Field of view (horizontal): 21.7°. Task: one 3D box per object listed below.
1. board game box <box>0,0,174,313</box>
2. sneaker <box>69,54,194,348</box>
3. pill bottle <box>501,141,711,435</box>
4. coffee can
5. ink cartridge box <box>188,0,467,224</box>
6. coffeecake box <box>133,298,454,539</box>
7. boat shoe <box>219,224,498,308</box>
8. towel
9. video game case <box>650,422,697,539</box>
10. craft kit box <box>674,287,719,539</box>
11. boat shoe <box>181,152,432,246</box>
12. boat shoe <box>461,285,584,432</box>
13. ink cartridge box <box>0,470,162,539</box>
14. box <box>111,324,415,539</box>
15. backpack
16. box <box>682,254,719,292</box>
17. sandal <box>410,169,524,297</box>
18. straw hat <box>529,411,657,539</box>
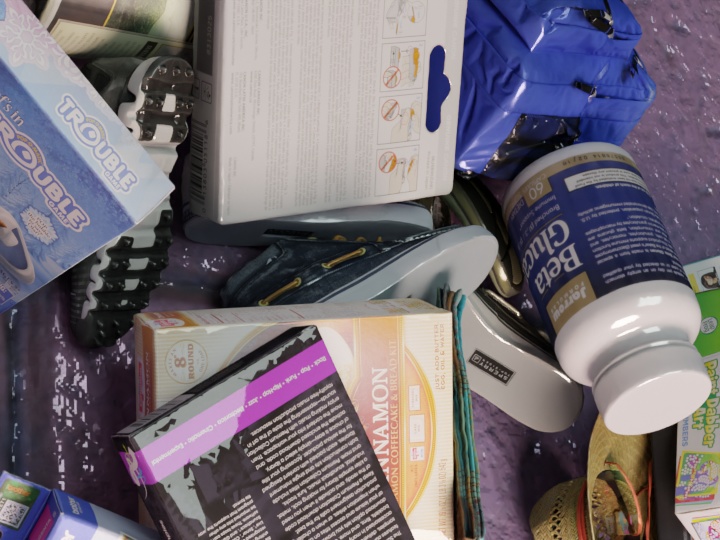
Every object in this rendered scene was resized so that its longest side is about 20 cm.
[{"bbox_3d":[-0.233,-0.085,1.139,0.200,0.199,0.043,51,51,-9],"label":"board game box"},{"bbox_3d":[-0.170,-0.051,1.250,0.066,0.090,0.202,1,104,-56],"label":"sneaker"},{"bbox_3d":[0.183,0.015,1.376,0.110,0.111,0.201,8,49,-35],"label":"pill bottle"},{"bbox_3d":[-0.145,-0.210,1.288,0.199,0.146,0.148,5,70,-35],"label":"coffee can"},{"bbox_3d":[-0.022,-0.124,1.286,0.199,0.050,0.164,-10,111,-36],"label":"ink cartridge box"},{"bbox_3d":[-0.044,0.103,1.223,0.198,0.073,0.155,-3,97,-17],"label":"coffeecake box"},{"bbox_3d":[0.000,0.000,1.334,0.199,0.071,0.091,-26,52,-28],"label":"boat shoe"},{"bbox_3d":[0.066,0.132,1.307,0.021,0.147,0.201,-1,54,-3],"label":"towel"},{"bbox_3d":[0.277,0.190,1.488,0.180,0.025,0.202,31,53,-54],"label":"video game case"},{"bbox_3d":[0.306,0.151,1.489,0.198,0.048,0.201,53,36,-43],"label":"craft kit box"},{"bbox_3d":[-0.040,-0.062,1.367,0.200,0.075,0.087,2,69,-26],"label":"boat shoe"},{"bbox_3d":[0.084,0.048,1.423,0.200,0.071,0.064,38,21,-10],"label":"boat shoe"},{"bbox_3d":[-0.156,0.212,1.148,0.199,0.042,0.120,28,99,-24],"label":"ink cartridge box"},{"bbox_3d":[-0.048,0.155,1.150,0.142,0.036,0.201,-30,100,-28],"label":"box"},{"bbox_3d":[0.138,-0.157,1.449,0.199,0.168,0.163,7,44,-48],"label":"backpack"},{"bbox_3d":[0.280,0.037,1.580,0.199,0.049,0.083,-13,82,-40],"label":"box"},{"bbox_3d":[0.056,-0.057,1.444,0.201,0.057,0.080,50,18,10],"label":"sandal"},{"bbox_3d":[0.174,0.195,1.413,0.201,0.084,0.203,31,53,-54],"label":"straw hat"}]
